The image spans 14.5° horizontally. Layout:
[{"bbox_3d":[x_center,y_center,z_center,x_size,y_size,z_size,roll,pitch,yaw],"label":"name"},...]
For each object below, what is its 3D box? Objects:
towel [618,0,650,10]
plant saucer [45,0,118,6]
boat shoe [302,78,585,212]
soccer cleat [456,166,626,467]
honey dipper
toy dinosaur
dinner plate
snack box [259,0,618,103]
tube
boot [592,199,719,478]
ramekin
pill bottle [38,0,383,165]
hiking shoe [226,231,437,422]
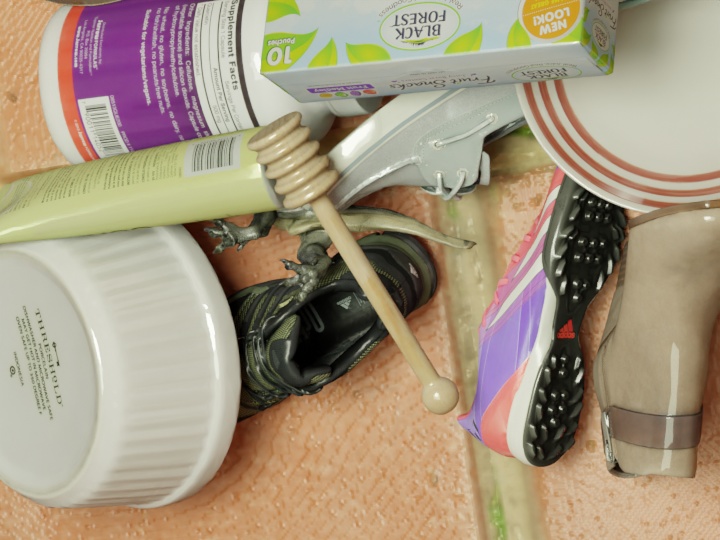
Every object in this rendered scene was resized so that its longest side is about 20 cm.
[{"bbox_3d":[0.092,-0.221,1.649,0.199,0.048,0.172,-13,66,22],"label":"towel"},{"bbox_3d":[-0.161,-0.262,1.743,0.200,0.032,0.201,-8,68,20],"label":"plant saucer"},{"bbox_3d":[0.057,-0.081,1.679,0.201,0.070,0.072,-34,86,-2],"label":"boat shoe"},{"bbox_3d":[0.106,0.015,1.703,0.073,0.068,0.201,17,99,40],"label":"soccer cleat"},{"bbox_3d":[0.000,0.000,1.651,0.038,0.038,0.200,-26,104,22],"label":"honey dipper"},{"bbox_3d":[-0.036,-0.025,1.715,0.200,0.088,0.048,15,126,36],"label":"toy dinosaur"},{"bbox_3d":[0.188,-0.126,1.644,0.199,0.024,0.201,-2,78,7],"label":"dinner plate"},{"bbox_3d":[0.047,-0.175,1.596,0.199,0.053,0.143,-4,71,27],"label":"snack box"},{"bbox_3d":[-0.140,-0.048,1.701,0.199,0.058,0.052,-8,76,19],"label":"tube"},{"bbox_3d":[0.180,0.046,1.619,0.070,0.200,0.147,4,80,-6],"label":"boot"},{"bbox_3d":[-0.174,0.057,1.759,0.202,0.094,0.203,12,107,46],"label":"ramekin"},{"bbox_3d":[-0.090,-0.123,1.732,0.199,0.112,0.113,-6,95,21],"label":"pill bottle"},{"bbox_3d":[-0.050,0.043,1.740,0.200,0.101,0.076,-33,95,22],"label":"hiking shoe"}]
